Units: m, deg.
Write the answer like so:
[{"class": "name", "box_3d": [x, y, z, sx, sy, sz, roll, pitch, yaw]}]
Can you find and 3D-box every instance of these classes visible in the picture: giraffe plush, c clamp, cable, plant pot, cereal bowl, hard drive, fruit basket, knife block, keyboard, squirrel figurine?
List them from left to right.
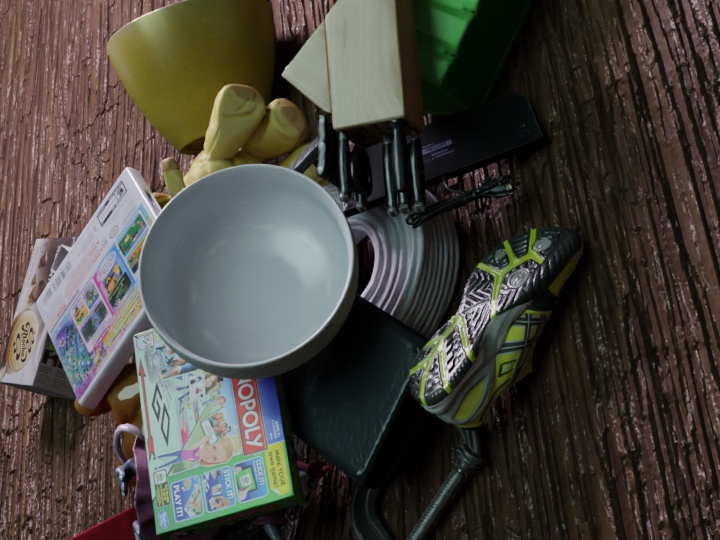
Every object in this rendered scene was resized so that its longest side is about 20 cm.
[{"class": "squirrel figurine", "box_3d": [-0.183, 0.179, 1.373, 0.200, 0.141, 0.187, -40, 51, 33]}, {"class": "plant pot", "box_3d": [-0.182, -0.219, 1.547, 0.200, 0.200, 0.142, -23, 81, 42]}, {"class": "giraffe plush", "box_3d": [-0.145, -0.088, 1.443, 0.200, 0.173, 0.162, -45, 10, -22]}, {"class": "cereal bowl", "box_3d": [-0.095, 0.009, 1.187, 0.199, 0.083, 0.201, -4, 65, 8]}, {"class": "hard drive", "box_3d": [-0.026, 0.090, 1.206, 0.200, 0.033, 0.140, 31, 98, 41]}, {"class": "cable", "box_3d": [0.000, 0.000, 1.277, 0.200, 0.069, 0.200, -56, 48, 13]}, {"class": "knife block", "box_3d": [0.027, -0.157, 1.186, 0.175, 0.064, 0.200, 40, 95, 19]}, {"class": "fruit basket", "box_3d": [0.060, -0.263, 1.308, 0.215, 0.155, 0.216, -9, 74, 31]}, {"class": "c clamp", "box_3d": [0.054, 0.205, 1.169, 0.200, 0.027, 0.171, -62, 33, 9]}, {"class": "keyboard", "box_3d": [0.075, -0.092, 1.219, 0.199, 0.021, 0.127, -20, 46, 8]}]

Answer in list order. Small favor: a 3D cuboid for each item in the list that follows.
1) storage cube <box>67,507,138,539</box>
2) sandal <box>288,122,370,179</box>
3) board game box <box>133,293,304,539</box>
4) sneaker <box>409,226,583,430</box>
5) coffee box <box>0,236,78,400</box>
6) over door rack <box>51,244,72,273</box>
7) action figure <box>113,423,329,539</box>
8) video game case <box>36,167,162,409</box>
[{"class": "storage cube", "box_3d": [-0.272, 0.371, 1.293, 0.171, 0.180, 0.200, 48, 115, 12]}, {"class": "sandal", "box_3d": [-0.014, -0.129, 1.330, 0.075, 0.048, 0.200, -41, 4, 31]}, {"class": "board game box", "box_3d": [-0.133, 0.133, 1.207, 0.134, 0.029, 0.201, -19, 62, 12]}, {"class": "sneaker", "box_3d": [0.124, 0.047, 1.130, 0.200, 0.076, 0.075, -49, 35, -7]}, {"class": "coffee box", "box_3d": [-0.393, 0.062, 1.719, 0.113, 0.080, 0.201, 0, 72, 51]}, {"class": "over door rack", "box_3d": [-0.246, 0.002, 1.520, 0.200, 0.148, 0.067, 9, 80, 51]}, {"class": "action figure", "box_3d": [-0.127, 0.214, 1.278, 0.149, 0.199, 0.134, -119, 17, -51]}, {"class": "video game case", "box_3d": [-0.267, 0.016, 1.406, 0.200, 0.024, 0.182, -53, 44, 16]}]
